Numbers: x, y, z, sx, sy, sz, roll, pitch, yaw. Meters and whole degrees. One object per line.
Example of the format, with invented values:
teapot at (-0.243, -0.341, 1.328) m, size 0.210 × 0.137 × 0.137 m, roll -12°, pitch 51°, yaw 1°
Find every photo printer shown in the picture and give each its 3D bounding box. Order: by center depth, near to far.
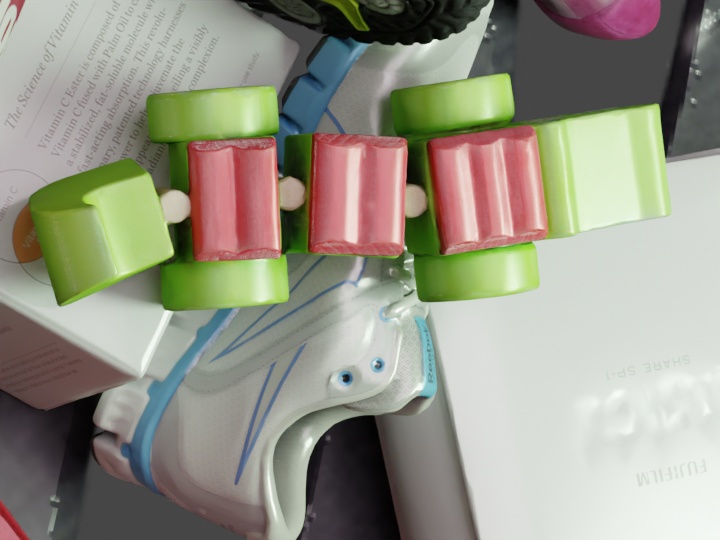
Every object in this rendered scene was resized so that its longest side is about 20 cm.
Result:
photo printer at (0.088, 0.065, 0.893) m, size 0.166 × 0.069 × 0.201 m, roll -9°, pitch 85°, yaw -27°

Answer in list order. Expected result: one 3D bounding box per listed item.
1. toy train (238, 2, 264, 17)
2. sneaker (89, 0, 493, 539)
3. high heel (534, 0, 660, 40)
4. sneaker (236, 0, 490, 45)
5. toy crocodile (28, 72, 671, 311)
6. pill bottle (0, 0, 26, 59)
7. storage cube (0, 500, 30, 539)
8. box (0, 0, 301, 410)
toy train at (-0.058, -0.180, 0.886) m, size 0.046 × 0.034 × 0.201 m, roll -5°, pitch 83°, yaw -29°
sneaker at (0.000, 0.000, 0.816) m, size 0.087 × 0.075 × 0.201 m, roll 33°, pitch 98°, yaw 22°
high heel at (0.068, -0.183, 0.948) m, size 0.096 × 0.067 × 0.201 m, roll 19°, pitch 50°, yaw -60°
sneaker at (-0.033, -0.127, 0.785) m, size 0.077 × 0.200 × 0.075 m, roll -59°, pitch 142°, yaw -10°
toy crocodile at (0.000, -0.022, 0.750) m, size 0.199 × 0.062 × 0.068 m, roll -4°, pitch 93°, yaw -16°
pill bottle at (-0.149, -0.066, 0.669) m, size 0.109 × 0.109 × 0.201 m, roll 26°, pitch 72°, yaw -20°
storage cube at (-0.140, 0.178, 0.693) m, size 0.171 × 0.200 × 0.180 m, roll -38°, pitch 92°, yaw -26°
box at (-0.141, -0.061, 0.788) m, size 0.200 × 0.097 × 0.125 m, roll 32°, pitch 69°, yaw -18°
